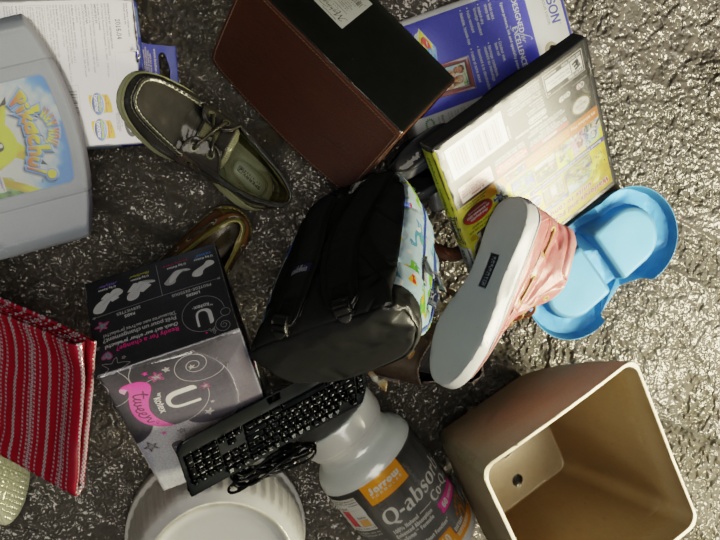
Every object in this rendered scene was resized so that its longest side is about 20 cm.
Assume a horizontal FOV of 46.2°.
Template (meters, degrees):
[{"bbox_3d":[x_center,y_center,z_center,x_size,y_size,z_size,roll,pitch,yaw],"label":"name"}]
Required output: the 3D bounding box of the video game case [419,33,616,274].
[{"bbox_3d":[0.167,-0.107,0.856,0.199,0.025,0.182,-36,128,-13],"label":"video game case"}]

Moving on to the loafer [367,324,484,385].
[{"bbox_3d":[0.049,0.086,0.916,0.197,0.071,0.074,4,99,-13],"label":"loafer"}]

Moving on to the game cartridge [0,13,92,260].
[{"bbox_3d":[-0.314,-0.115,0.747,0.132,0.040,0.203,-17,105,-13],"label":"game cartridge"}]

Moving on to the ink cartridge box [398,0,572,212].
[{"bbox_3d":[0.139,-0.191,0.904,0.198,0.047,0.200,-21,102,-9],"label":"ink cartridge box"}]

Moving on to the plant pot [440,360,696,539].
[{"bbox_3d":[0.198,0.217,0.906,0.199,0.177,0.202,-30,104,-18],"label":"plant pot"}]

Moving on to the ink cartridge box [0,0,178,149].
[{"bbox_3d":[-0.273,-0.183,0.798,0.197,0.076,0.139,-5,102,-10],"label":"ink cartridge box"}]

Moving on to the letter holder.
[{"bbox_3d":[-0.033,-0.196,0.834,0.200,0.142,0.101,44,57,-3],"label":"letter holder"}]

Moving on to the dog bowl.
[{"bbox_3d":[0.264,-0.012,0.957,0.200,0.050,0.112,-41,105,-4],"label":"dog bowl"}]

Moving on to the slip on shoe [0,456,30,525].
[{"bbox_3d":[-0.384,0.159,0.843,0.060,0.074,0.203,-11,104,13],"label":"slip on shoe"}]

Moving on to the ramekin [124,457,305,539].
[{"bbox_3d":[-0.150,0.297,0.892,0.197,0.105,0.203,-2,101,-12],"label":"ramekin"}]

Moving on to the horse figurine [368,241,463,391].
[{"bbox_3d":[0.026,0.029,0.887,0.132,0.050,0.200,37,67,20],"label":"horse figurine"}]

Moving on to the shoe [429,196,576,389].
[{"bbox_3d":[0.147,0.033,0.848,0.090,0.071,0.202,22,94,-35],"label":"shoe"}]

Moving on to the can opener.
[{"bbox_3d":[0.112,-0.135,0.856,0.199,0.079,0.064,-33,97,-12],"label":"can opener"}]

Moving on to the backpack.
[{"bbox_3d":[0.000,0.000,0.782,0.162,0.202,0.154,-21,139,27],"label":"backpack"}]

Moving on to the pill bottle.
[{"bbox_3d":[0.026,0.228,0.913,0.116,0.116,0.201,-38,105,-3],"label":"pill bottle"}]

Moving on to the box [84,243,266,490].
[{"bbox_3d":[-0.165,0.098,0.803,0.130,0.115,0.201,-18,137,-9],"label":"box"}]

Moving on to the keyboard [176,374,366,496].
[{"bbox_3d":[-0.072,0.159,0.804,0.198,0.040,0.105,-25,139,-20],"label":"keyboard"}]

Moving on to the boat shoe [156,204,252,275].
[{"bbox_3d":[-0.186,0.016,0.855,0.072,0.068,0.201,35,91,-16],"label":"boat shoe"}]

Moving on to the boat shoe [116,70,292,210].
[{"bbox_3d":[-0.139,-0.121,0.806,0.200,0.065,0.072,39,70,-42],"label":"boat shoe"}]

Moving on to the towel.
[{"bbox_3d":[-0.312,0.098,0.740,0.198,0.022,0.147,17,107,26],"label":"towel"}]
